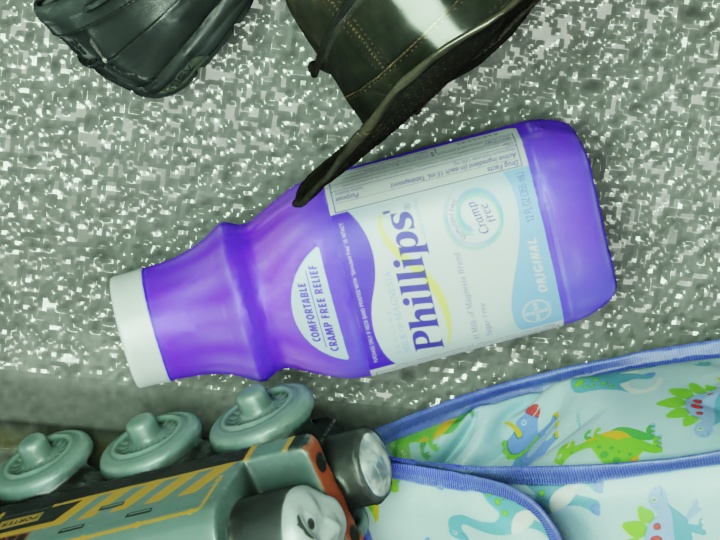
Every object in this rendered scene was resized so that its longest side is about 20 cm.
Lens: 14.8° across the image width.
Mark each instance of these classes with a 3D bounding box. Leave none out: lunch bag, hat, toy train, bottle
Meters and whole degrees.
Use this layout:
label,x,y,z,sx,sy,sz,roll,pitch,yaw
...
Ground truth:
label,x,y,z,sx,sy,sz,roll,pitch,yaw
lunch bag,0.103,0.132,1.150,0.199,0.128,0.171,-8,112,12
hat,0.025,-0.114,1.030,0.201,0.201,0.081,-43,90,10
toy train,-0.084,0.111,1.107,0.199,0.114,0.086,-14,113,25
bottle,0.000,0.000,1.120,0.199,0.065,0.084,-14,108,0

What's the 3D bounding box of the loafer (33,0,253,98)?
label,x,y,z,sx,sy,sz,roll,pitch,yaw
loafer,-0.048,-0.156,1.060,0.070,0.068,0.201,30,108,-29
